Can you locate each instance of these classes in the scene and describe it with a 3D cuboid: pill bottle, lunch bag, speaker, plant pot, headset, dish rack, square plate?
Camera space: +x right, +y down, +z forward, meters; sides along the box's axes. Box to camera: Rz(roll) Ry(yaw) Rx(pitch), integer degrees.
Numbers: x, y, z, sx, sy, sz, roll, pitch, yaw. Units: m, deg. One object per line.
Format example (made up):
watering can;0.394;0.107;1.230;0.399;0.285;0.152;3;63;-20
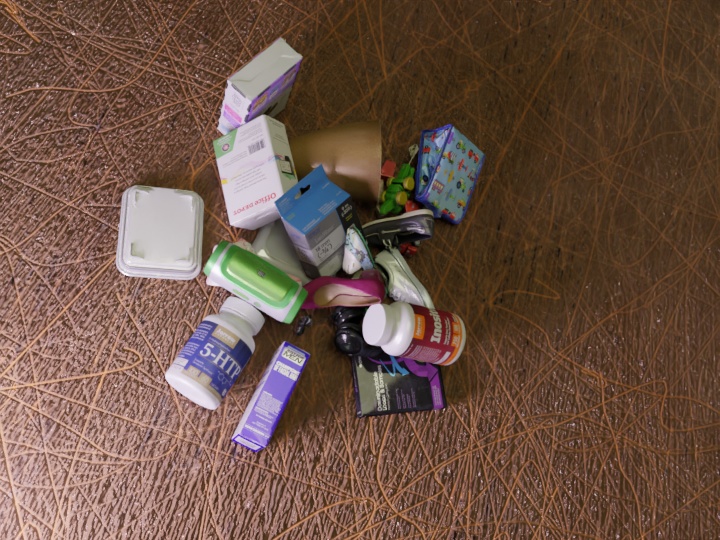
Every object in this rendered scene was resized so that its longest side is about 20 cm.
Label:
pill bottle;-0.277;0.157;1.401;0.119;0.120;0.201;33;65;-5
lunch bag;0.203;-0.213;1.681;0.150;0.094;0.201;29;67;-42
speaker;-0.206;0.023;1.416;0.199;0.088;0.089;31;65;-5
plant pot;-0.059;-0.242;1.594;0.198;0.187;0.188;0;71;-5
headset;-0.032;0.128;1.518;0.199;0.094;0.124;15;43;-23
dish rack;-0.412;-0.085;1.483;0.170;0.044;0.202;4;69;-16
square plate;-0.124;-0.070;1.582;0.197;0.028;0.201;25;66;-8
pill bottle;0.110;0.127;1.484;0.199;0.113;0.114;13;67;-29

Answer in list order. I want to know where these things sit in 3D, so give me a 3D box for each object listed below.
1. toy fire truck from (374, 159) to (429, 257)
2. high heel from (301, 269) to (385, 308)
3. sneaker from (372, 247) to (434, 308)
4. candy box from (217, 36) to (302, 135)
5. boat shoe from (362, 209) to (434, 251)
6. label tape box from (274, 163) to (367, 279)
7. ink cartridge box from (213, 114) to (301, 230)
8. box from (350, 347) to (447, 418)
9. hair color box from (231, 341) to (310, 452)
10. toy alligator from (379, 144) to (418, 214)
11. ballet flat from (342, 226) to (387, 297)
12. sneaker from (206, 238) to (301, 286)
toy fire truck;0.086;-0.142;1.665;0.140;0.049;0.201;21;67;-10
high heel;-0.048;0.054;1.460;0.199;0.096;0.068;-20;121;9
sneaker;0.094;0.042;1.599;0.071;0.073;0.201;-30;74;-16
candy box;-0.223;-0.383;1.562;0.071;0.200;0.168;42;64;0
boat shoe;0.069;-0.077;1.578;0.199;0.073;0.063;-16;68;19
label tape box;-0.078;-0.096;1.491;0.144;0.063;0.201;-43;133;-26
ink cartridge box;-0.219;-0.205;1.527;0.084;0.144;0.201;13;60;-61
box;0.081;0.235;1.539;0.198;0.036;0.144;-3;72;-18
hair color box;-0.176;0.249;1.408;0.064;0.109;0.201;27;66;-8
toy alligator;0.099;-0.196;1.634;0.054;0.059;0.201;50;57;-42
ballet flat;0.000;0.000;1.518;0.074;0.074;0.201;-47;130;-26
sneaker;-0.217;-0.013;1.494;0.199;0.075;0.106;5;87;-13
